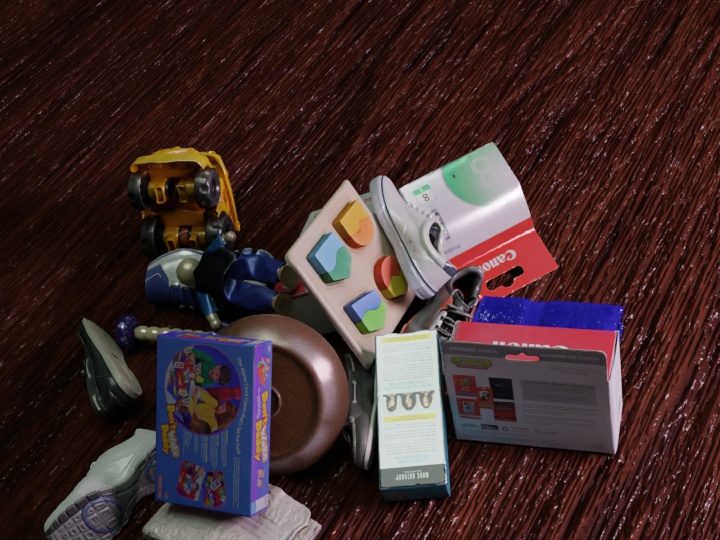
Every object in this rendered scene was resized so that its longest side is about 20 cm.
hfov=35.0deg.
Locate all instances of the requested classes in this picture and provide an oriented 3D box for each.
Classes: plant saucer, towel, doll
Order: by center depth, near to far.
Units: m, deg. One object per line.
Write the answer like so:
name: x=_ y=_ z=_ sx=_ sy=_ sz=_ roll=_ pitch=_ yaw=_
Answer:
towel: x=-0.156 y=0.307 z=1.370 sx=0.199 sy=0.035 sz=0.133 roll=19 pitch=50 yaw=33
plant saucer: x=-0.114 y=0.156 z=1.388 sx=0.198 sy=0.203 sz=0.037 roll=-7 pitch=5 yaw=9
towel: x=0.236 y=0.088 z=1.489 sx=0.198 sy=0.050 sz=0.148 roll=4 pitch=45 yaw=20
doll: x=-0.180 y=0.016 z=1.575 sx=0.198 sy=0.048 sz=0.138 roll=12 pitch=88 yaw=34

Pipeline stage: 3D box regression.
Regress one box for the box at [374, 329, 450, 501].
box: x=0.063 y=0.175 z=1.395 sx=0.081 sy=0.049 sz=0.202 roll=-6 pitch=61 yaw=9

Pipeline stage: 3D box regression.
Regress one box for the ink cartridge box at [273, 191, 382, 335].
ink cartridge box: x=-0.026 y=-0.010 z=1.616 sx=0.143 sy=0.084 sz=0.201 roll=-17 pitch=34 yaw=34

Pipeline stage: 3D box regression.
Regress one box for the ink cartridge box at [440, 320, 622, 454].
ink cartridge box: x=0.206 y=0.124 z=1.361 sx=0.198 sy=0.177 sz=0.084 roll=3 pitch=43 yaw=18

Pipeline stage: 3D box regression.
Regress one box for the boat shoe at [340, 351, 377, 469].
boat shoe: x=-0.004 y=0.175 z=1.447 sx=0.056 sy=0.067 sz=0.201 roll=3 pitch=36 yaw=4

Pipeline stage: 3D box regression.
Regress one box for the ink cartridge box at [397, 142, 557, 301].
ink cartridge box: x=0.166 y=-0.061 z=1.605 sx=0.160 sy=0.050 sz=0.201 roll=-27 pitch=71 yaw=-14

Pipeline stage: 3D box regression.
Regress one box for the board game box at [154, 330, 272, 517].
board game box: x=-0.175 y=0.179 z=1.353 sx=0.133 sy=0.203 sz=0.045 roll=5 pitch=6 yaw=23

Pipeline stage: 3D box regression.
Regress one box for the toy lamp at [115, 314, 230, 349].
toy lamp: x=-0.249 y=0.095 z=1.618 sx=0.198 sy=0.059 sz=0.059 roll=1 pitch=43 yaw=21

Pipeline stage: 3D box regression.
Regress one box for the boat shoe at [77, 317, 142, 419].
boat shoe: x=-0.369 y=0.132 z=1.603 sx=0.068 sy=0.072 sz=0.200 roll=-45 pitch=39 yaw=3

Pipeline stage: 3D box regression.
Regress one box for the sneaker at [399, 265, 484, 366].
sneaker: x=0.107 y=0.068 z=1.495 sx=0.077 sy=0.082 sz=0.201 roll=31 pitch=58 yaw=-9

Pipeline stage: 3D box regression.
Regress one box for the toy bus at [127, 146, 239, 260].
toy bus: x=-0.254 y=-0.119 z=1.758 sx=0.134 sy=0.202 sz=0.193 roll=0 pitch=35 yaw=15

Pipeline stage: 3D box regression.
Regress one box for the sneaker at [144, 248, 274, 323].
sneaker: x=-0.222 y=0.031 z=1.662 sx=0.197 sy=0.081 sz=0.116 roll=-6 pitch=39 yaw=7

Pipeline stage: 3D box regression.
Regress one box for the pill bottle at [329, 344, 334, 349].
pill bottle: x=-0.126 y=0.160 z=1.465 sx=0.197 sy=0.113 sz=0.113 roll=-7 pitch=41 yaw=9

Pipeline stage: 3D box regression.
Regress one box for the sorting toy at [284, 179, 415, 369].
sorting toy: x=0.000 y=0.000 z=1.490 sx=0.036 sy=0.186 sz=0.200 roll=-22 pitch=22 yaw=37

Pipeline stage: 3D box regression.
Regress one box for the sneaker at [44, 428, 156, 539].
sneaker: x=-0.315 y=0.273 z=1.439 sx=0.087 sy=0.075 sz=0.199 roll=14 pitch=40 yaw=45

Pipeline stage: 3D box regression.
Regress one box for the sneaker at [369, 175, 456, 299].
sneaker: x=0.074 y=-0.055 z=1.543 sx=0.070 sy=0.073 sz=0.201 roll=-32 pitch=59 yaw=13
